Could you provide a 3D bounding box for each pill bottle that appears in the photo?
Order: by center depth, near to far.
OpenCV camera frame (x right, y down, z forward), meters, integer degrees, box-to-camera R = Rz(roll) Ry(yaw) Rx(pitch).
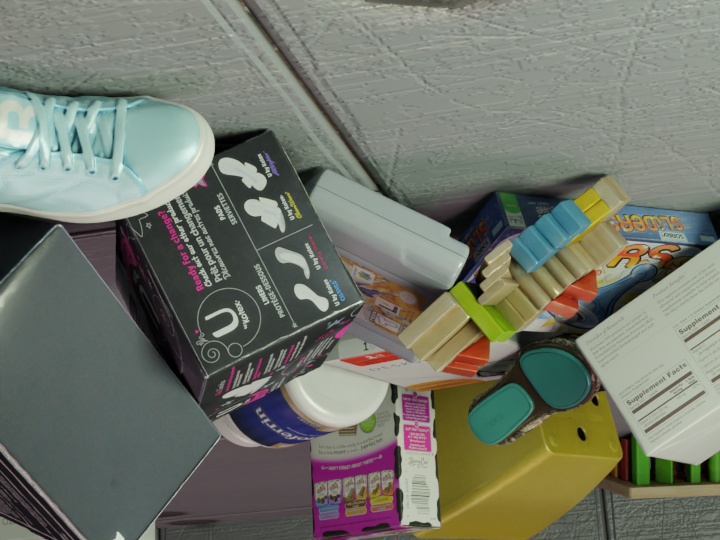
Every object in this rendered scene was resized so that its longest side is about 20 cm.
[{"bbox_3d":[-0.067,0.110,1.415,0.116,0.116,0.200,5,163,-30],"label":"pill bottle"}]

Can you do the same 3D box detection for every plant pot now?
[{"bbox_3d":[0.162,0.168,1.568,0.200,0.200,0.176,11,148,-44],"label":"plant pot"}]

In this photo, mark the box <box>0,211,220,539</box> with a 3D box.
[{"bbox_3d":[-0.229,0.066,0.932,0.198,0.123,0.200,13,144,44],"label":"box"}]

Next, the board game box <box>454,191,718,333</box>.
[{"bbox_3d":[0.163,-0.001,1.140,0.200,0.035,0.135,4,144,-26],"label":"board game box"}]

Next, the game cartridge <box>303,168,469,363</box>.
[{"bbox_3d":[0.000,0.000,1.057,0.133,0.042,0.200,22,157,2],"label":"game cartridge"}]

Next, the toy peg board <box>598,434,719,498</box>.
[{"bbox_3d":[0.492,0.307,2.369,0.200,0.098,0.199,0,180,-13],"label":"toy peg board"}]

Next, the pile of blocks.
[{"bbox_3d":[0.120,0.010,0.999,0.200,0.062,0.082,-38,167,-12],"label":"pile of blocks"}]

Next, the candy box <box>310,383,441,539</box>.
[{"bbox_3d":[0.012,0.172,1.496,0.061,0.200,0.136,11,161,-42],"label":"candy box"}]

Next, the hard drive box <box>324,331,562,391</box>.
[{"bbox_3d":[0.075,0.049,1.298,0.156,0.077,0.200,-12,162,26],"label":"hard drive box"}]

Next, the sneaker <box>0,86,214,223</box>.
[{"bbox_3d":[-0.184,-0.068,0.808,0.199,0.074,0.082,-5,168,2],"label":"sneaker"}]

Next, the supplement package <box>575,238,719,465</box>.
[{"bbox_3d":[0.300,0.052,1.153,0.200,0.111,0.156,-37,156,16],"label":"supplement package"}]

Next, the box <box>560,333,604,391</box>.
[{"bbox_3d":[0.270,0.061,1.389,0.200,0.079,0.141,-12,160,25],"label":"box"}]

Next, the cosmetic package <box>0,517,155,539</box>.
[{"bbox_3d":[-0.306,0.164,1.388,0.164,0.200,0.165,-10,164,20],"label":"cosmetic package"}]

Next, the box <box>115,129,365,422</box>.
[{"bbox_3d":[-0.091,0.013,0.973,0.115,0.132,0.200,-26,170,-16],"label":"box"}]

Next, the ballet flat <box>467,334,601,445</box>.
[{"bbox_3d":[0.162,0.094,1.258,0.075,0.068,0.200,-33,173,-33],"label":"ballet flat"}]
